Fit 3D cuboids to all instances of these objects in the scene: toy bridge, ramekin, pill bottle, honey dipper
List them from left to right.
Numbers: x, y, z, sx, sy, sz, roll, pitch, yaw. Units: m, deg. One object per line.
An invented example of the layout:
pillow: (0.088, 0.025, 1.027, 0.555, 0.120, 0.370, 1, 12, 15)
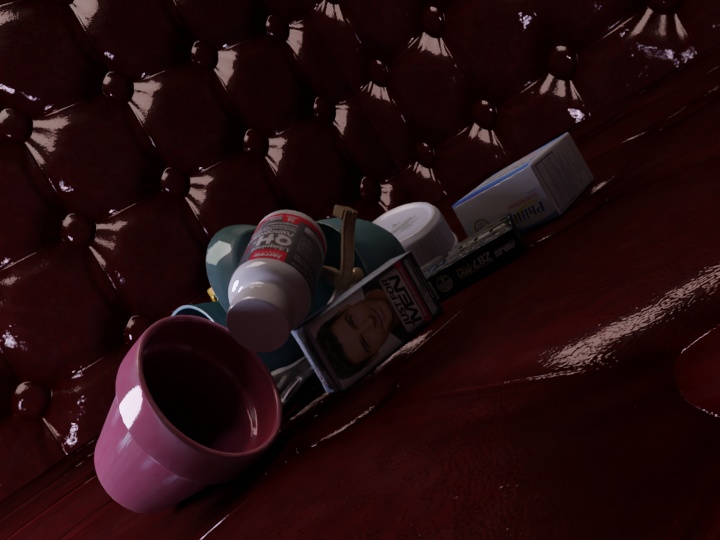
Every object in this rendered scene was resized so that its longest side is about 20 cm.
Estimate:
pill bottle: (-0.112, 0.013, 0.891, 0.110, 0.111, 0.201, -29, 25, 24)
toy bridge: (-0.038, 0.011, 0.971, 0.027, 0.204, 0.067, 9, 11, -30)
honey dipper: (-0.028, 0.067, 1.030, 0.038, 0.038, 0.202, -35, -25, -43)
ramekin: (0.091, -0.054, 1.337, 0.199, 0.095, 0.203, -22, 26, 11)

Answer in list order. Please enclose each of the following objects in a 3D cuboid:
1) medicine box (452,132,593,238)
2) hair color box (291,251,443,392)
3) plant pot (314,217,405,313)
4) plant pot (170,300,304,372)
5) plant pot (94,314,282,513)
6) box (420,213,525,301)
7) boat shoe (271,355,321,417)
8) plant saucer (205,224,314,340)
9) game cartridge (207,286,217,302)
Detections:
medicine box: (0.296, -0.141, 1.219, 0.181, 0.104, 0.199, -28, 5, 42)
hair color box: (0.013, 0.068, 0.923, 0.199, 0.100, 0.060, -35, 7, -30)
plant pot: (0.000, 0.000, 1.100, 0.133, 0.203, 0.199, -24, -1, -38)
plant pot: (-0.174, 0.130, 1.052, 0.186, 0.203, 0.199, -17, -7, -45)
plant pot: (-0.221, 0.186, 0.805, 0.179, 0.200, 0.200, -46, -2, 25)
box: (0.167, -0.014, 1.090, 0.198, 0.050, 0.161, -32, 7, 14)
boat shoe: (-0.064, 0.149, 0.970, 0.198, 0.057, 0.068, -31, -32, -31)
plant saucer: (-0.138, 0.008, 1.012, 0.036, 0.201, 0.200, -37, 1, 34)
game cartridge: (-0.146, 0.037, 1.160, 0.198, 0.178, 0.032, -35, 47, -15)
